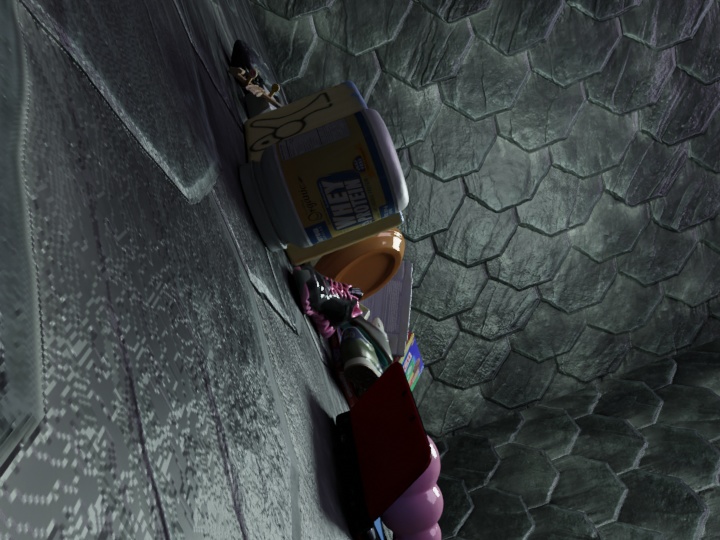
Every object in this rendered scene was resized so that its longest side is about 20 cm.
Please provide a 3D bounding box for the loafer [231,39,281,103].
[{"bbox_3d":[-0.203,-0.380,1.162,0.201,0.067,0.071,51,28,-77],"label":"loafer"}]

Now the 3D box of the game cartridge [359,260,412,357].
[{"bbox_3d":[0.043,0.072,1.224,0.038,0.128,0.203,-21,-121,62],"label":"game cartridge"}]

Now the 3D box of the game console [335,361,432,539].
[{"bbox_3d":[0.039,0.252,0.753,0.200,0.117,0.174,-107,176,-65],"label":"game console"}]

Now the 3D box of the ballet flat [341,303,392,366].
[{"bbox_3d":[0.006,0.104,1.123,0.199,0.063,0.068,35,-28,37],"label":"ballet flat"}]

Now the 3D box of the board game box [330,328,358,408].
[{"bbox_3d":[-0.032,0.178,1.140,0.200,0.019,0.104,-107,178,-65],"label":"board game box"}]

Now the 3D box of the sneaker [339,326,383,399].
[{"bbox_3d":[0.009,0.170,1.060,0.201,0.066,0.091,63,12,-56],"label":"sneaker"}]

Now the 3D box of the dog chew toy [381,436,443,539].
[{"bbox_3d":[0.077,0.360,0.939,0.125,0.123,0.203,63,15,-82],"label":"dog chew toy"}]

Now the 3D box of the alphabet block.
[{"bbox_3d":[-0.062,-0.163,0.970,0.196,0.198,0.198,-107,177,-54],"label":"alphabet block"}]

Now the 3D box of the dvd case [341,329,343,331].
[{"bbox_3d":[-0.065,0.075,1.355,0.201,0.017,0.144,71,1,-59],"label":"dvd case"}]

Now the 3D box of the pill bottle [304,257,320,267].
[{"bbox_3d":[-0.059,-0.037,1.185,0.200,0.110,0.112,-103,173,-81],"label":"pill bottle"}]

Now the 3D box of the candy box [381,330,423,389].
[{"bbox_3d":[0.067,0.236,1.316,0.076,0.170,0.201,20,-23,24],"label":"candy box"}]

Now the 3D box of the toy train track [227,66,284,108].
[{"bbox_3d":[-0.139,-0.300,1.032,0.199,0.033,0.115,36,14,-10],"label":"toy train track"}]

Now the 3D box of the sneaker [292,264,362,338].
[{"bbox_3d":[-0.046,0.039,0.943,0.200,0.094,0.080,65,6,-64],"label":"sneaker"}]

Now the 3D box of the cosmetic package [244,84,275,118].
[{"bbox_3d":[-0.148,-0.265,1.165,0.200,0.050,0.083,48,14,-49],"label":"cosmetic package"}]

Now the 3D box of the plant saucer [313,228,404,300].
[{"bbox_3d":[0.000,0.000,1.066,0.038,0.199,0.201,55,-6,27],"label":"plant saucer"}]

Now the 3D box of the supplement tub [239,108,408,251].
[{"bbox_3d":[-0.048,-0.118,0.795,0.145,0.198,0.146,-21,90,-89],"label":"supplement tub"}]
